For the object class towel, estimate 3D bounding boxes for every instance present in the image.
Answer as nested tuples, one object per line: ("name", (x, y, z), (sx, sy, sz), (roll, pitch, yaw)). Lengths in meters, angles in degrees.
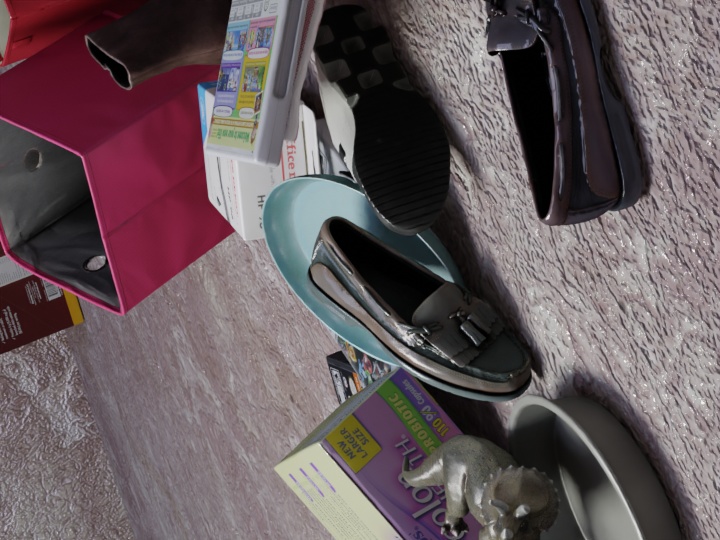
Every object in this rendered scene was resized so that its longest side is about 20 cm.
("towel", (-0.052, -0.188, 1.393), (0.200, 0.030, 0.148), (-125, 45, -70))

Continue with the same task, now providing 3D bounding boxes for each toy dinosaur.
("toy dinosaur", (0.094, 0.163, 1.342), (0.200, 0.076, 0.103), (-132, 37, -59))

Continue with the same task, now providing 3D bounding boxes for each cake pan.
("cake pan", (0.168, 0.175, 1.284), (0.201, 0.036, 0.201), (57, 160, 34))

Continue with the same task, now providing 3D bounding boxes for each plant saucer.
("plant saucer", (0.009, -0.002, 1.448), (0.199, 0.027, 0.201), (28, 146, 20))

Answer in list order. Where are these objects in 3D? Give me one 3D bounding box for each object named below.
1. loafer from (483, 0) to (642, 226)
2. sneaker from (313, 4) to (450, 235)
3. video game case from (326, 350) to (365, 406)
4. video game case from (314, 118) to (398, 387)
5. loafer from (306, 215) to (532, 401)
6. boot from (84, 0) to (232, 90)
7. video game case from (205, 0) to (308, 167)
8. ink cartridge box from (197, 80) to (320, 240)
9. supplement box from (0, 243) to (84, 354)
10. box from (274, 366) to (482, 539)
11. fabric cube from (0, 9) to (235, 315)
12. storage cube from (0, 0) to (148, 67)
("loafer", (0.105, -0.123, 1.075), (0.202, 0.063, 0.072), (70, 163, -3))
("sneaker", (0.016, -0.098, 1.372), (0.089, 0.073, 0.201), (92, 163, -56))
("video game case", (0.034, 0.181, 1.722), (0.181, 0.025, 0.202), (14, 122, 70))
("video game case", (0.000, 0.000, 1.581), (0.182, 0.023, 0.201), (55, 151, 39))
("loafer", (0.041, 0.027, 1.362), (0.199, 0.072, 0.063), (30, 138, 25))
("boot", (-0.164, -0.232, 1.589), (0.200, 0.165, 0.073), (47, 153, 50))
("video game case", (-0.074, -0.172, 1.367), (0.200, 0.022, 0.184), (-160, 80, -74))
("ink cartridge box", (-0.089, -0.099, 1.625), (0.200, 0.067, 0.117), (-139, 41, -68))
("supplement box", (-0.622, 0.022, 3.239), (0.133, 0.199, 0.199), (36, 144, 60))
("box", (0.035, 0.188, 1.526), (0.176, 0.097, 0.200), (49, 163, 1))
("fabric cube", (-0.250, -0.111, 1.852), (0.195, 0.199, 0.201), (23, 137, 36))
("storage cube", (-0.318, -0.338, 1.914), (0.172, 0.178, 0.200), (67, 162, 4))
